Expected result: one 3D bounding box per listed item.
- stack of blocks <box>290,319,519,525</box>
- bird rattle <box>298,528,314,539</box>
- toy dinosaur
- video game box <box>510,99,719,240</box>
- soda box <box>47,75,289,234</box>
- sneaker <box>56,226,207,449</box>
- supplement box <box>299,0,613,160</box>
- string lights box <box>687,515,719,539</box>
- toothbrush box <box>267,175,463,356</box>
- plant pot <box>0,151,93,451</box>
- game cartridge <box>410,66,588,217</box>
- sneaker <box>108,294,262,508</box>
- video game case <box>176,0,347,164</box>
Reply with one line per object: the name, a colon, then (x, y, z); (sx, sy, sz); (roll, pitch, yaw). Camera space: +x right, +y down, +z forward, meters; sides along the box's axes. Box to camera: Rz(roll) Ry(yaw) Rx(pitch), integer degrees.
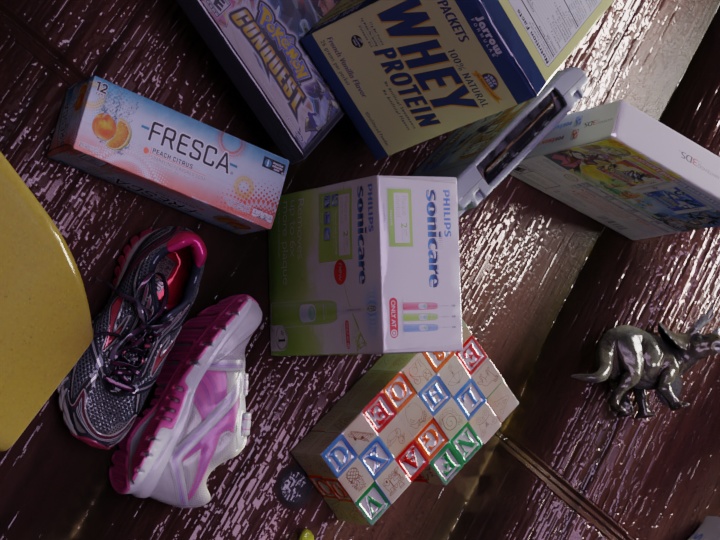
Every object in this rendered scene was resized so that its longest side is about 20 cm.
stack of blocks: (0.044, 0.146, 1.505); (0.200, 0.058, 0.116); (-44, 109, -27)
bird rattle: (-0.030, 0.342, 1.428); (0.163, 0.112, 0.201); (38, 70, -42)
toy dinosaur: (0.282, 0.097, 1.663); (0.198, 0.077, 0.103); (1, 74, -27)
video game box: (0.263, -0.094, 1.587); (0.199, 0.182, 0.047); (25, 74, -29)
soda box: (-0.164, -0.096, 1.389); (0.199, 0.063, 0.069); (23, 75, -30)
sneaker: (-0.192, 0.052, 1.355); (0.080, 0.074, 0.202); (27, 74, -28)
supplement box: (0.093, -0.230, 1.453); (0.135, 0.199, 0.200); (56, 45, -16)
string lights box: (0.407, 0.371, 1.718); (0.103, 0.059, 0.201); (-43, 108, -25)
toothbrush box: (0.000, 0.000, 1.406); (0.085, 0.199, 0.147); (0, 88, -32)
plant pot: (-0.319, 0.027, 1.215); (0.200, 0.195, 0.195); (48, 64, -27)
game cartridge: (0.116, -0.115, 1.525); (0.200, 0.133, 0.042); (-45, 110, -27)
sneaker: (-0.134, 0.116, 1.390); (0.088, 0.081, 0.201); (34, 78, -27)
video game case: (-0.068, -0.226, 1.450); (0.201, 0.025, 0.181); (55, 45, -17)
